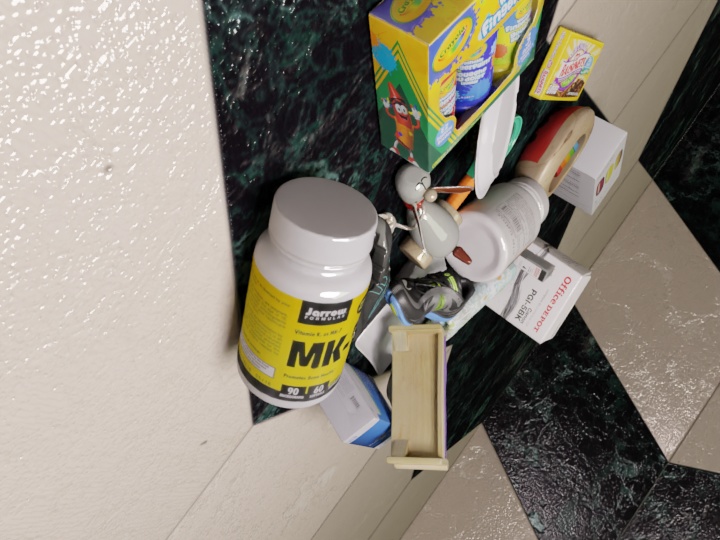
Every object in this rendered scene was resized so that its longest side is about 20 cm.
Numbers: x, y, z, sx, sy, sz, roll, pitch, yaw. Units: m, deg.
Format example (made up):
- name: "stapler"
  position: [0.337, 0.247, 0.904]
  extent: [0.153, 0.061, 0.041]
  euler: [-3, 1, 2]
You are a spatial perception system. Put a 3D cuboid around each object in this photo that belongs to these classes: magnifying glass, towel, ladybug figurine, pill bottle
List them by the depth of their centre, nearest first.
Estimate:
- name: "pill bottle"
  position: [-0.052, 0.023, 0.602]
  extent: [0.113, 0.113, 0.203]
  euler: [-29, 146, -45]
- name: "magnifying glass"
  position: [0.176, -0.149, 0.933]
  extent: [0.201, 0.022, 0.080]
  euler: [-50, 156, -8]
- name: "pill bottle"
  position: [0.222, -0.074, 1.004]
  extent: [0.199, 0.113, 0.116]
  euler: [-35, 151, -44]
- name: "towel"
  position: [0.164, 0.069, 1.069]
  extent: [0.171, 0.048, 0.200]
  euler: [-41, 174, -28]
- name: "ladybug figurine"
  position: [0.335, -0.208, 1.102]
  extent: [0.201, 0.071, 0.136]
  euler: [-52, 157, -9]

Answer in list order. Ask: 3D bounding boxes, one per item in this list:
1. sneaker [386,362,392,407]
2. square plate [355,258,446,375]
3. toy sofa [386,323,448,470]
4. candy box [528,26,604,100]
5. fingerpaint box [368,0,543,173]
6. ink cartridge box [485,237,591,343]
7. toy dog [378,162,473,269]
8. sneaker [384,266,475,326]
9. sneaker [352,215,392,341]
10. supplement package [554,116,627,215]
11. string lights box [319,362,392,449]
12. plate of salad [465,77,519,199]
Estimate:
- name: "sneaker"
  position: [0.075, 0.197, 1.092]
  extent: [0.200, 0.073, 0.081]
  euler: [38, 75, -79]
- name: "square plate"
  position: [0.066, 0.057, 0.984]
  extent: [0.199, 0.028, 0.201]
  euler: [-51, 156, -10]
- name: "toy sofa"
  position: [0.088, 0.185, 0.927]
  extent: [0.098, 0.081, 0.205]
  euler: [49, 41, -65]
- name: "candy box"
  position: [0.330, -0.323, 1.002]
  extent: [0.199, 0.026, 0.104]
  euler: [-21, 136, -54]
- name: "fingerpaint box"
  position: [0.102, -0.227, 0.620]
  extent: [0.200, 0.073, 0.168]
  euler: [-47, 156, -19]
- name: "ink cartridge box"
  position: [0.294, 0.013, 1.154]
  extent: [0.082, 0.199, 0.149]
  euler: [-5, 127, -59]
- name: "toy dog"
  position: [0.097, -0.056, 0.808]
  extent: [0.134, 0.096, 0.199]
  euler: [-60, 156, 12]
- name: "sneaker"
  position: [0.093, 0.027, 0.860]
  extent: [0.083, 0.072, 0.198]
  euler: [-43, 154, 26]
- name: "sneaker"
  position: [0.000, 0.000, 0.741]
  extent: [0.079, 0.075, 0.202]
  euler: [-45, 164, -38]
- name: "supplement package"
  position: [0.457, -0.216, 1.282]
  extent: [0.115, 0.109, 0.200]
  euler: [-54, 157, -1]
- name: "string lights box"
  position: [-0.001, 0.201, 0.936]
  extent: [0.058, 0.104, 0.200]
  euler: [-36, 156, 2]
- name: "plate of salad"
  position: [0.164, -0.195, 0.807]
  extent: [0.200, 0.047, 0.205]
  euler: [13, 89, -72]
